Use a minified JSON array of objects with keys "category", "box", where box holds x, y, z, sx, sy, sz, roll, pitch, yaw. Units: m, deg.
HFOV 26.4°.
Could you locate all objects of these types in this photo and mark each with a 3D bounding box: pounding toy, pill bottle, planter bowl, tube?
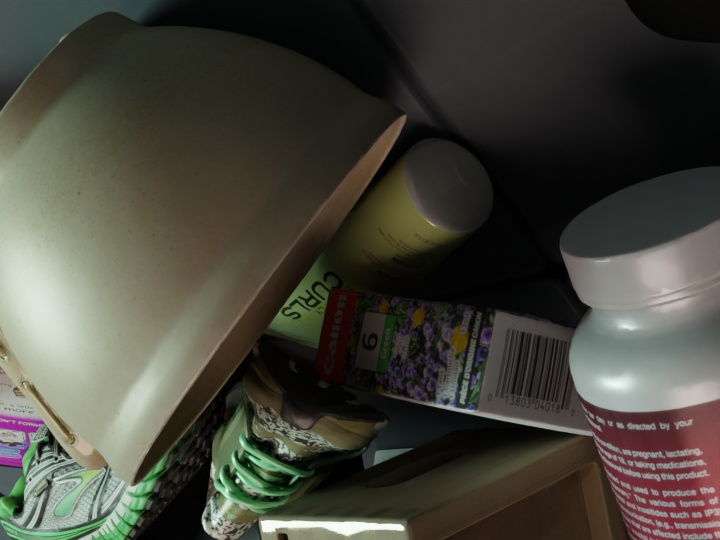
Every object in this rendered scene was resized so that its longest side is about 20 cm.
[{"category":"pounding toy","box":[0.054,0.184,0.779,0.141,0.186,0.199,-7,-174,43]},{"category":"pill bottle","box":[0.156,0.065,0.658,0.112,0.113,0.202,-13,109,27]},{"category":"planter bowl","box":[-0.091,-0.026,0.670,0.134,0.201,0.201,36,143,1]},{"category":"tube","box":[0.000,0.000,0.803,0.058,0.052,0.200,52,143,3]}]

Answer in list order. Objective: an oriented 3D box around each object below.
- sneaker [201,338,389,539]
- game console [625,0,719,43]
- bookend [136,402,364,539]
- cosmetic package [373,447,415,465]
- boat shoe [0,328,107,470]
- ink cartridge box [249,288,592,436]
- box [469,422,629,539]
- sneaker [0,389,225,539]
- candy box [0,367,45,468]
[{"category":"sneaker","box":[-0.042,0.096,0.758,0.076,0.089,0.200,28,165,-1]},{"category":"game console","box":[0.159,-0.173,0.544,0.175,0.117,0.200,-39,134,8]},{"category":"bookend","box":[-0.077,0.212,0.909,0.092,0.201,0.199,14,139,-38]},{"category":"cosmetic package","box":[0.077,0.211,1.048,0.084,0.108,0.200,-7,143,25]},{"category":"boat shoe","box":[-0.178,0.012,0.758,0.065,0.072,0.200,-39,96,17]},{"category":"ink cartridge box","box":[0.041,0.043,0.767,0.108,0.051,0.199,13,176,-34]},{"category":"box","box":[0.078,0.206,0.907,0.155,0.041,0.201,34,125,3]},{"category":"sneaker","box":[-0.147,0.112,0.857,0.085,0.078,0.200,44,125,0]},{"category":"candy box","box":[-0.177,0.049,0.890,0.135,0.062,0.201,6,147,-2]}]
